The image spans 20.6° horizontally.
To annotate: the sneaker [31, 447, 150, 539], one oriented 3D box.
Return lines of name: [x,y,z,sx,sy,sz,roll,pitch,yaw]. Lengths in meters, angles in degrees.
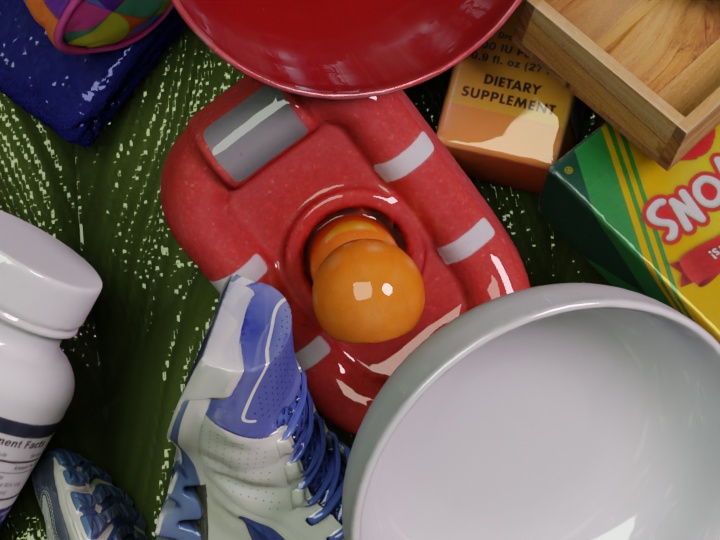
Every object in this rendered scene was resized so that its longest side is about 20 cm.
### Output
sneaker: [-0.140,0.188,0.979,0.085,0.077,0.201,-21,74,11]

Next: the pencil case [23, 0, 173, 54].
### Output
pencil case: [-0.166,-0.207,1.011,0.088,0.088,0.200,-33,75,4]

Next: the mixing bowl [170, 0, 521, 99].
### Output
mixing bowl: [-0.017,-0.187,0.894,0.199,0.108,0.201,-7,111,-19]

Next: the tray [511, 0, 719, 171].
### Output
tray: [0.175,-0.141,0.952,0.099,0.037,0.200,42,62,15]

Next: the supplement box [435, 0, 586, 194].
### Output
supplement box: [0.094,-0.144,1.001,0.066,0.069,0.201,13,79,12]

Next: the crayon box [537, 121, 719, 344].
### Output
crayon box: [0.198,-0.008,0.941,0.127,0.051,0.200,-39,73,-17]

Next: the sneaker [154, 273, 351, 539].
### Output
sneaker: [-0.031,0.092,0.938,0.115,0.200,0.081,15,47,2]

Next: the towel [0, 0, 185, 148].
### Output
towel: [-0.176,-0.177,1.078,0.200,0.050,0.148,39,92,18]

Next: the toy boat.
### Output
toy boat: [0.000,0.000,0.929,0.130,0.131,0.200,-36,110,7]

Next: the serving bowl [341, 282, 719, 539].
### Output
serving bowl: [0.078,0.088,0.914,0.200,0.200,0.066,-41,35,1]

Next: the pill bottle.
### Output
pill bottle: [-0.211,0.072,0.979,0.111,0.111,0.200,34,100,16]
